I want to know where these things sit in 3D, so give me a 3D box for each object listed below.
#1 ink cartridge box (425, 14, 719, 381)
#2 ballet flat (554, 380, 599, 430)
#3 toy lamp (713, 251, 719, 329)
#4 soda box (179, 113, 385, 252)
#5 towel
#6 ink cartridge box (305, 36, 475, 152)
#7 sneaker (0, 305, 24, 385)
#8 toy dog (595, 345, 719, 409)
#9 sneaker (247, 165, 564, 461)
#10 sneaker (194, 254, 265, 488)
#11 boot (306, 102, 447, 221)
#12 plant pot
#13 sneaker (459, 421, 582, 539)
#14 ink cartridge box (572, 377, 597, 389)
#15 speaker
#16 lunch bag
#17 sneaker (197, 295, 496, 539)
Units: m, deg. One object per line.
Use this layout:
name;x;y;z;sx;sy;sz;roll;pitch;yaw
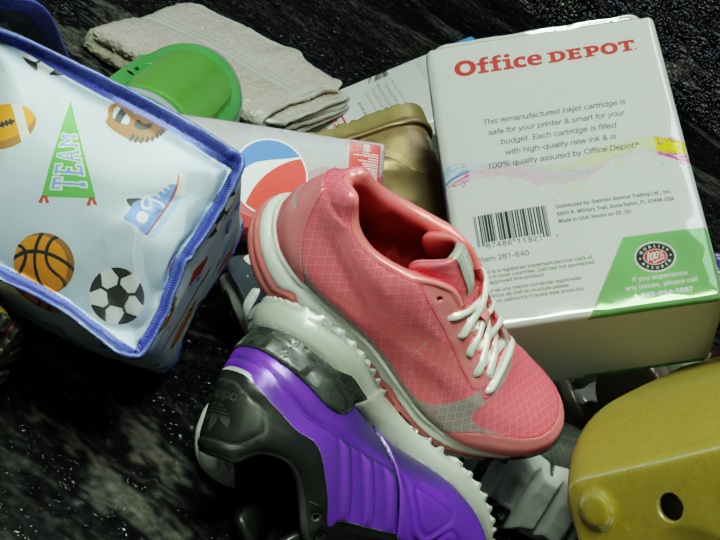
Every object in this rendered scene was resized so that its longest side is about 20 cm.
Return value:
ink cartridge box;0.123;-0.042;0.806;0.143;0.084;0.202;-8;60;3
ballet flat;0.194;0.114;0.941;0.199;0.070;0.070;17;25;-38
toy lamp;0.230;0.012;0.781;0.058;0.059;0.200;33;2;3
soda box;-0.089;-0.050;0.786;0.197;0.064;0.070;8;-13;-13
towel;-0.115;-0.167;1.096;0.199;0.035;0.132;29;32;21
ink cartridge box;0.028;-0.113;1.122;0.116;0.198;0.067;-114;-177;-56
sneaker;-0.234;0.017;0.535;0.082;0.078;0.199;39;11;29
toy dog;0.243;0.120;0.860;0.201;0.096;0.132;51;37;-3
sneaker;0.037;0.025;0.661;0.200;0.087;0.074;38;49;-15
sneaker;-0.049;0.046;0.741;0.129;0.080;0.199;5;37;40
boot;0.000;0.000;0.877;0.066;0.174;0.202;52;17;-61
plant pot;0.214;0.135;0.673;0.199;0.193;0.198;-4;77;-47
sneaker;0.091;0.115;0.797;0.199;0.067;0.091;28;14;-12
ink cartridge box;0.107;0.012;1.016;0.145;0.085;0.200;5;34;-50
speaker;-0.137;-0.102;0.919;0.088;0.089;0.200;31;20;-4
lunch bag;-0.159;-0.046;0.642;0.198;0.125;0.170;28;-10;0
sneaker;-0.012;0.110;0.644;0.069;0.100;0.200;5;-36;47
